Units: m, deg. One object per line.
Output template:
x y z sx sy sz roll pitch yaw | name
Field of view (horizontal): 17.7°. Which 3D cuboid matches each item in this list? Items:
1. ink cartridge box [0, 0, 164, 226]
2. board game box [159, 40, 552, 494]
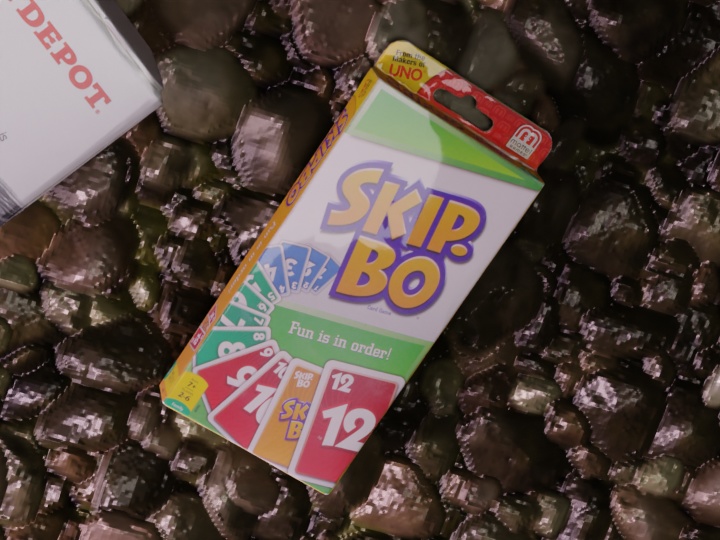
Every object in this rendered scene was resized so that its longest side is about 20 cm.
-0.202 -0.079 0.973 0.199 0.084 0.145 -35 111 6 | ink cartridge box
0.000 0.000 1.066 0.095 0.030 0.201 30 101 -18 | board game box
